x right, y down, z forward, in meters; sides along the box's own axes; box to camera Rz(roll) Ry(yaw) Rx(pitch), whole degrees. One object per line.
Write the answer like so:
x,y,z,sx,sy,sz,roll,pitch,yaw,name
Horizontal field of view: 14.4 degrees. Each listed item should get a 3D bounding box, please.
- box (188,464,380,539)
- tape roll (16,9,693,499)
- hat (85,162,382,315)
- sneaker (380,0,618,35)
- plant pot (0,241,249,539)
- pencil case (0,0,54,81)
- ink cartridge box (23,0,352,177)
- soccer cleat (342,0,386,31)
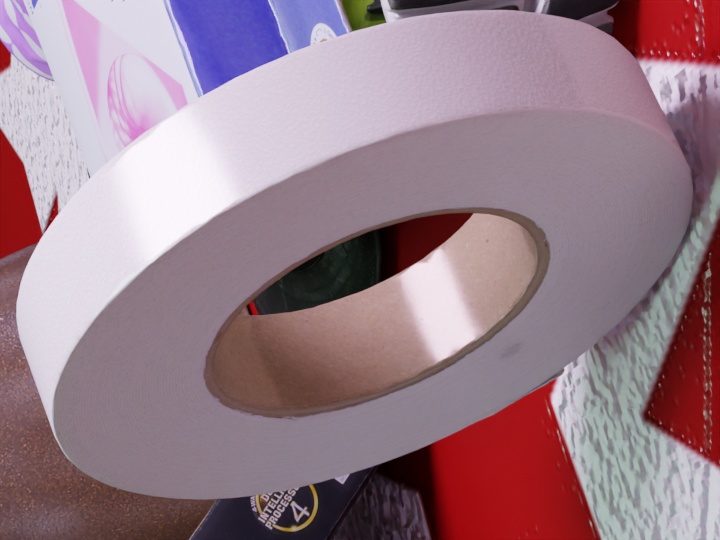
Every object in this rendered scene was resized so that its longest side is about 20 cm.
-0.062,0.139,1.097,0.049,0.200,0.161,33,154,2,box
0.000,0.000,0.824,0.203,0.201,0.037,110,141,-56,tape roll
-0.064,-0.047,1.129,0.200,0.080,0.202,166,90,-70,hat
0.024,-0.136,0.855,0.090,0.078,0.201,-154,53,-69,sneaker
-0.161,0.076,1.290,0.187,0.199,0.188,168,90,-70,plant pot
-0.108,-0.155,1.176,0.086,0.084,0.200,52,153,13,pencil case
-0.068,-0.094,0.981,0.198,0.043,0.200,69,159,8,ink cartridge box
-0.006,-0.090,0.993,0.200,0.067,0.081,48,172,42,soccer cleat
